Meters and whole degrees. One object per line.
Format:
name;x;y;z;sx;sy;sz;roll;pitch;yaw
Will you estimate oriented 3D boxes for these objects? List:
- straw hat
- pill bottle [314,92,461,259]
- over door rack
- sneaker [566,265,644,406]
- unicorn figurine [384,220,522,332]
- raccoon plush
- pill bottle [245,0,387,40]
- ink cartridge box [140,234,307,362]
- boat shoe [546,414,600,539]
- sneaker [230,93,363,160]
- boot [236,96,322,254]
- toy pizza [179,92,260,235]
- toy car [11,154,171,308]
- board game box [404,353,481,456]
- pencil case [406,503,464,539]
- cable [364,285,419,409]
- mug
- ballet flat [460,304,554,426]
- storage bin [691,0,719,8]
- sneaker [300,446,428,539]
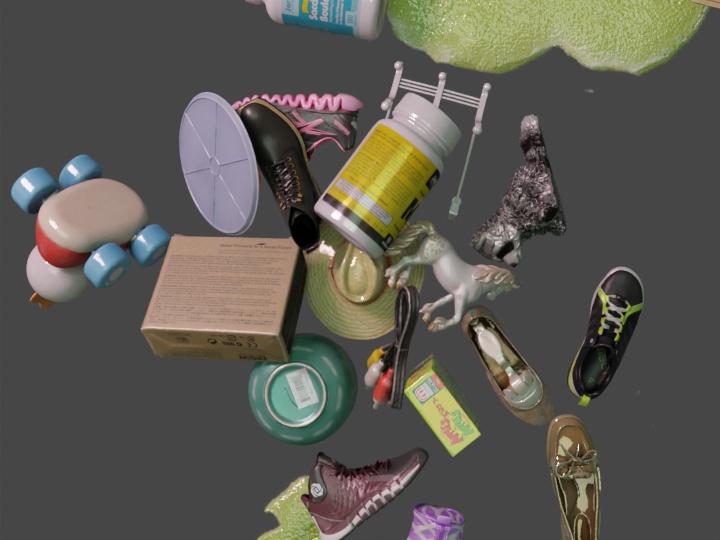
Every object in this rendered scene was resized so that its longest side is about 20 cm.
straw hat;0.000;0.000;1.225;0.197;0.085;0.205;0;90;6
pill bottle;0.039;-0.126;1.141;0.114;0.114;0.201;37;88;4
over door rack;0.094;-0.185;1.225;0.145;0.067;0.203;15;91;6
sneaker;0.347;0.094;1.193;0.071;0.083;0.203;18;92;5
unicorn figurine;0.126;0.013;1.183;0.137;0.074;0.200;-42;111;7
raccoon plush;0.213;-0.105;1.225;0.132;0.097;0.203;-16;59;18
pill bottle;-0.062;-0.397;1.217;0.196;0.111;0.113;11;91;5
ink cartridge box;-0.184;0.037;1.200;0.196;0.076;0.167;2;52;12
boat shoe;0.307;0.305;1.208;0.072;0.063;0.204;-11;89;6
sneaker;-0.095;-0.207;1.246;0.196;0.079;0.097;2;102;7
boot;-0.102;-0.130;1.173;0.077;0.139;0.201;-29;113;9
toy pizza;-0.194;-0.150;1.216;0.031;0.199;0.203;-20;87;-37
toy car;-0.412;-0.026;1.251;0.184;0.177;0.201;43;122;7
board game box;0.110;0.175;1.157;0.047;0.200;0.102;-37;87;4
pencil case;0.095;0.435;1.217;0.082;0.085;0.204;8;90;7
cable;0.042;0.113;1.170;0.049;0.202;0.098;-1;46;-12
mug;-0.097;0.162;1.219;0.182;0.114;0.154;21;92;5
ballet flat;0.206;0.139;1.215;0.068;0.067;0.201;-38;87;4
storage bin;0.549;-0.406;1.115;0.195;0.200;0.095;15;90;5
sneaker;-0.006;0.292;1.233;0.199;0.076;0.116;-40;84;5
